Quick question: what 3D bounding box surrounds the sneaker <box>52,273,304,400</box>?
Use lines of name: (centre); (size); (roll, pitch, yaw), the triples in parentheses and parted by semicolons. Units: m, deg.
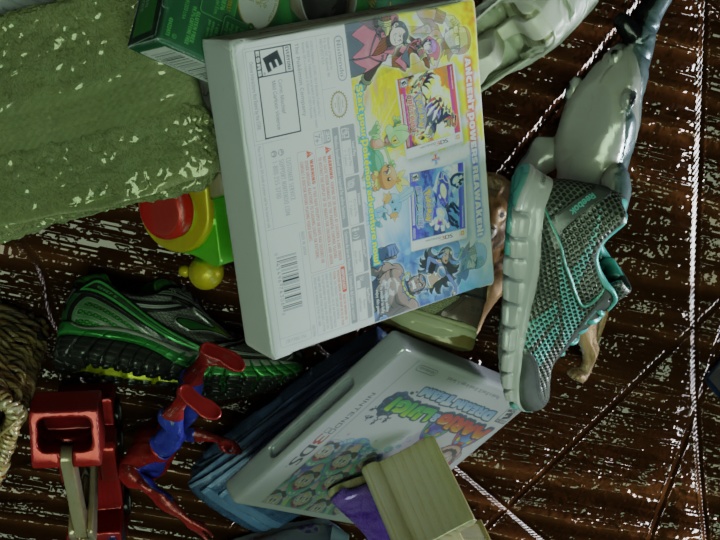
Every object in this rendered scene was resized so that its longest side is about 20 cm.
sneaker: (-0.130, 0.049, 0.904); (0.200, 0.085, 0.078); (15, 156, -30)

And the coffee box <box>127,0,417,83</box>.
coffee box: (-0.046, -0.165, 0.770); (0.200, 0.044, 0.123); (18, 78, -37)

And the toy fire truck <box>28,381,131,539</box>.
toy fire truck: (-0.212, 0.159, 0.907); (0.049, 0.141, 0.200); (-2, 116, -6)

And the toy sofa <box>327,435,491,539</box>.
toy sofa: (0.054, 0.226, 0.962); (0.098, 0.083, 0.200); (-26, 143, 0)

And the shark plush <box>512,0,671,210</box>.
shark plush: (0.181, -0.120, 0.880); (0.083, 0.091, 0.200); (5, 96, -56)

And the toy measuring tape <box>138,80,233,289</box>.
toy measuring tape: (-0.124, -0.085, 0.816); (0.073, 0.074, 0.200); (-6, 101, -4)

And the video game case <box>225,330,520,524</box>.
video game case: (0.021, 0.133, 0.926); (0.182, 0.024, 0.200); (-44, 144, 17)

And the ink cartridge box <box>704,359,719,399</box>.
ink cartridge box: (0.418, 0.102, 0.999); (0.200, 0.076, 0.137); (30, 108, -17)

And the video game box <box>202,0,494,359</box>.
video game box: (-0.001, -0.065, 0.758); (0.182, 0.047, 0.200); (-16, 111, -29)

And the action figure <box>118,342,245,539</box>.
action figure: (-0.120, 0.135, 0.882); (0.099, 0.065, 0.200); (34, 142, -9)

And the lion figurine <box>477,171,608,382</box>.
lion figurine: (0.136, 0.005, 0.931); (0.200, 0.072, 0.123); (21, 102, -31)

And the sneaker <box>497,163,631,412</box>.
sneaker: (0.145, 0.022, 0.839); (0.091, 0.078, 0.200); (5, 125, 8)

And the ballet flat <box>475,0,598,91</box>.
ballet flat: (0.103, -0.165, 0.841); (0.200, 0.069, 0.069); (-36, 114, 9)

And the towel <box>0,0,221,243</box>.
towel: (-0.195, -0.103, 0.770); (0.200, 0.036, 0.149); (-15, 92, 6)

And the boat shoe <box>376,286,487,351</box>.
boat shoe: (0.000, 0.000, 0.886); (0.201, 0.072, 0.066); (21, 84, 14)

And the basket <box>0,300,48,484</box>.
basket: (-0.333, 0.123, 0.873); (0.143, 0.149, 0.200); (22, 111, -16)

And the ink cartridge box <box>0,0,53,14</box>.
ink cartridge box: (-0.178, -0.169, 0.816); (0.197, 0.047, 0.200); (24, 112, -19)

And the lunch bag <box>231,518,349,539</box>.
lunch bag: (-0.084, 0.314, 0.982); (0.127, 0.170, 0.200); (37, 109, -18)

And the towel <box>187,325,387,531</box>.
towel: (-0.034, 0.138, 0.962); (0.200, 0.049, 0.112); (-38, 131, 10)
